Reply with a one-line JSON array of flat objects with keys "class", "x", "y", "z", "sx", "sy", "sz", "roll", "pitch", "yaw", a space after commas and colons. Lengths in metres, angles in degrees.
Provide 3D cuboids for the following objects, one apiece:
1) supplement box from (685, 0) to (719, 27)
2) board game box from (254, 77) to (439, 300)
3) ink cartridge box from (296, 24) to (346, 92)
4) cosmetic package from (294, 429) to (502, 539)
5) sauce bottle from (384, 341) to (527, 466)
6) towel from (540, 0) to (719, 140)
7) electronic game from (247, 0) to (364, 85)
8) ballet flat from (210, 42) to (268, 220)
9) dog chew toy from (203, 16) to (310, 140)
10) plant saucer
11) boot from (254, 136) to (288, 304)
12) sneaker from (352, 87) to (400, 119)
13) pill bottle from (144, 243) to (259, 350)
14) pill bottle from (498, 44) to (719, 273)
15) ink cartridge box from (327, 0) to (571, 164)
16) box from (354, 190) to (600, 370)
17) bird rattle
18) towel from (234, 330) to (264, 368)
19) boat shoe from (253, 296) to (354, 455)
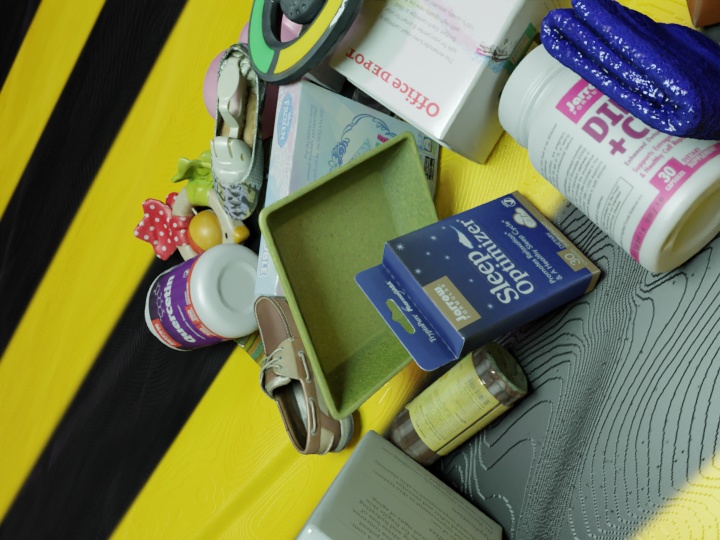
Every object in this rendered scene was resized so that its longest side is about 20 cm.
[{"class": "supplement box", "x": 0.293, "y": -0.318, "z": 0.597, "sx": 0.067, "sy": 0.066, "sz": 0.206, "roll": -13, "pitch": 74, "yaw": 18}, {"class": "board game box", "x": -0.007, "y": -0.063, "z": 0.721, "sx": 0.043, "sy": 0.196, "sz": 0.206, "roll": 1, "pitch": 82, "yaw": 47}, {"class": "ink cartridge box", "x": -0.033, "y": -0.298, "z": 0.791, "sx": 0.046, "sy": 0.200, "sz": 0.163, "roll": 27, "pitch": 100, "yaw": 10}, {"class": "cosmetic package", "x": 0.010, "y": 0.283, "z": 0.615, "sx": 0.166, "sy": 0.200, "sz": 0.168, "roll": 35, "pitch": 106, "yaw": 8}, {"class": "sauce bottle", "x": 0.075, "y": 0.151, "z": 0.705, "sx": 0.199, "sy": 0.064, "sz": 0.066, "roll": -42, "pitch": 59, "yaw": 24}, {"class": "towel", "x": 0.242, "y": -0.153, "z": 0.535, "sx": 0.148, "sy": 0.197, "sz": 0.050, "roll": 49, "pitch": 130, "yaw": 32}, {"class": "electronic game", "x": -0.049, "y": -0.272, "z": 0.661, "sx": 0.198, "sy": 0.041, "sz": 0.205, "roll": -25, "pitch": 58, "yaw": 45}, {"class": "ballet flat", "x": -0.147, "y": -0.163, "z": 0.816, "sx": 0.071, "sy": 0.071, "sz": 0.207, "roll": 6, "pitch": 91, "yaw": 39}, {"class": "dog chew toy", "x": -0.113, "y": -0.266, "z": 0.903, "sx": 0.201, "sy": 0.124, "sz": 0.125, "roll": -51, "pitch": 55, "yaw": 10}, {"class": "plant saucer", "x": 0.000, "y": 0.000, "z": 0.669, "sx": 0.047, "sy": 0.198, "sz": 0.204, "roll": 2, "pitch": 117, "yaw": 49}, {"class": "boot", "x": -0.080, "y": -0.059, "z": 0.822, "sx": 0.129, "sy": 0.067, "sz": 0.206, "roll": 1, "pitch": 83, "yaw": 52}, {"class": "sneaker", "x": 0.021, "y": -0.252, "z": 0.805, "sx": 0.073, "sy": 0.086, "sz": 0.205, "roll": 23, "pitch": 97, "yaw": 39}, {"class": "pill bottle", "x": -0.204, "y": 0.041, "z": 0.912, "sx": 0.198, "sy": 0.110, "sz": 0.116, "roll": -19, "pitch": 70, "yaw": 48}, {"class": "pill bottle", "x": 0.215, "y": -0.104, "z": 0.602, "sx": 0.114, "sy": 0.112, "sz": 0.201, "roll": -53, "pitch": 55, "yaw": 19}, {"class": "ink cartridge box", "x": 0.096, "y": -0.235, "z": 0.681, "sx": 0.146, "sy": 0.145, "sz": 0.203, "roll": 37, "pitch": 104, "yaw": 21}, {"class": "box", "x": 0.105, "y": 0.002, "z": 0.633, "sx": 0.122, "sy": 0.196, "sz": 0.033, "roll": 51, "pitch": 150, "yaw": 31}, {"class": "bird rattle", "x": -0.228, "y": -0.066, "z": 0.976, "sx": 0.200, "sy": 0.112, "sz": 0.165, "roll": -44, "pitch": 74, "yaw": 28}, {"class": "towel", "x": -0.087, "y": 0.106, "z": 0.876, "sx": 0.199, "sy": 0.018, "sz": 0.088, "roll": 38, "pitch": 107, "yaw": 37}, {"class": "boat shoe", "x": -0.076, "y": 0.112, "z": 0.795, "sx": 0.076, "sy": 0.071, "sz": 0.203, "roll": -46, "pitch": 64, "yaw": 37}]
